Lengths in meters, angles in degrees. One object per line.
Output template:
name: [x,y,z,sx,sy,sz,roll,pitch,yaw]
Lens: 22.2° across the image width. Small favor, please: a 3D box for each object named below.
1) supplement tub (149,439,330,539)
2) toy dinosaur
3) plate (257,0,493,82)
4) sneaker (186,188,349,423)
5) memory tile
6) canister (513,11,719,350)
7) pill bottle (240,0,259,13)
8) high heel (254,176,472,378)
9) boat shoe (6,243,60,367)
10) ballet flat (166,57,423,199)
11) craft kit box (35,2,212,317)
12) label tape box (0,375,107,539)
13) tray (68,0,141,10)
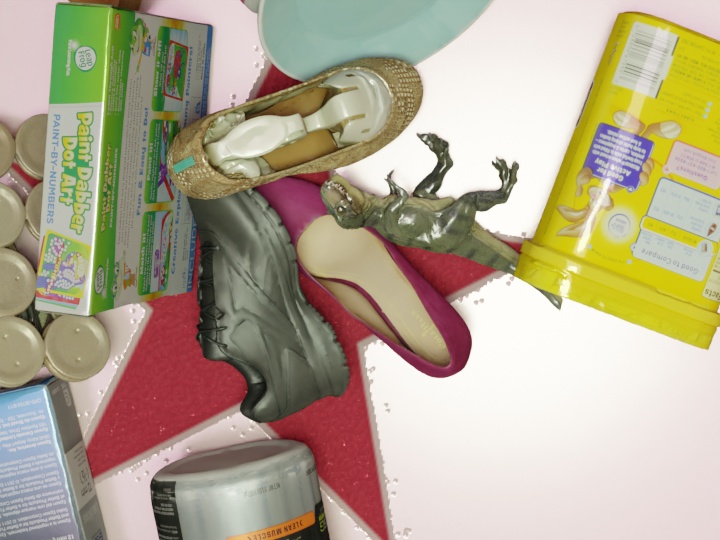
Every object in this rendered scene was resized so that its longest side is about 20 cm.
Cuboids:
supplement tub: [-0.076,0.231,1.320,0.122,0.123,0.201,-11,95,5]
toy dinosaur: [0.067,-0.046,1.322,0.199,0.047,0.089,21,83,-13]
plate: [0.017,-0.205,1.257,0.200,0.200,0.026,-33,60,6]
sneaker: [-0.084,0.017,1.306,0.090,0.076,0.201,-29,98,-18]
memory tile: [-0.261,-0.014,1.314,0.152,0.017,0.201,-5,79,-27]
canister: [0.211,-0.064,1.283,0.148,0.087,0.201,20,94,-11]
pill bottle: [-0.099,-0.288,1.282,0.113,0.113,0.200,-42,90,7]
high heel: [0.000,0.000,1.307,0.199,0.096,0.068,35,97,1]
boat shoe: [-0.290,-0.010,1.344,0.072,0.066,0.201,-39,91,6]
ballet flat: [-0.036,-0.099,1.263,0.199,0.065,0.071,-25,92,-19]
craft kit box: [-0.159,-0.076,1.262,0.048,0.197,0.201,6,95,11]
label tape box: [-0.269,0.190,1.362,0.142,0.066,0.201,-13,96,6]
tray: [-0.178,-0.264,1.258,0.099,0.200,0.037,41,52,9]
